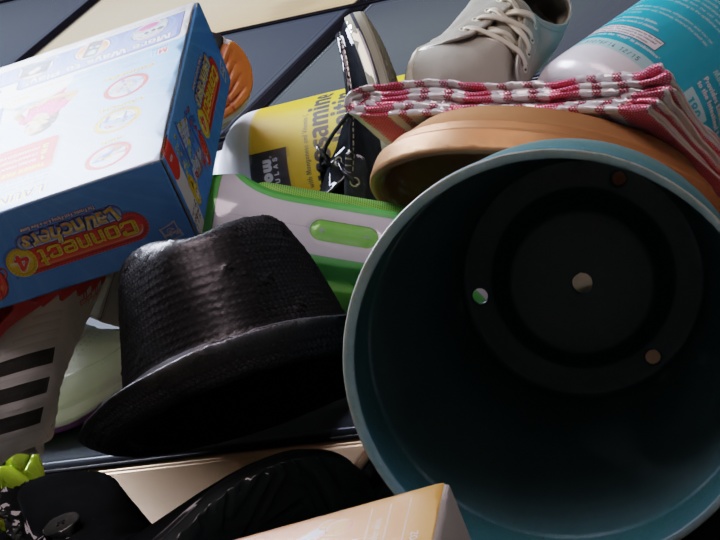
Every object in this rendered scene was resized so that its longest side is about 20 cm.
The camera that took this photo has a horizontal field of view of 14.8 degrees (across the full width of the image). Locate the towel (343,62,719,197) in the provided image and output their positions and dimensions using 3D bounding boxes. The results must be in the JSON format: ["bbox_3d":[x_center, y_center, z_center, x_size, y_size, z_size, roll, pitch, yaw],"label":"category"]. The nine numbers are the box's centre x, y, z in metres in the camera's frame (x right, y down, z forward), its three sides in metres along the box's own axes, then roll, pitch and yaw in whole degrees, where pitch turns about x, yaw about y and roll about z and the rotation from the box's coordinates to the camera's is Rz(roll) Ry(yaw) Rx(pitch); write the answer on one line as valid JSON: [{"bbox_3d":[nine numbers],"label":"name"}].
[{"bbox_3d":[0.109,-0.075,1.555,0.199,0.146,0.030,1,71,30],"label":"towel"}]

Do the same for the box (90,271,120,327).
[{"bbox_3d":[-0.127,0.016,1.668,0.156,0.041,0.200,18,0,-30],"label":"box"}]

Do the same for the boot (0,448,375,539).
[{"bbox_3d":[-0.108,0.135,1.434,0.200,0.077,0.168,-33,26,-11],"label":"boot"}]

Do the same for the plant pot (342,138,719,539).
[{"bbox_3d":[0.102,0.023,1.356,0.199,0.201,0.188,-18,10,11],"label":"plant pot"}]

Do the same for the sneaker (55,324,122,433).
[{"bbox_3d":[-0.219,0.051,1.722,0.199,0.100,0.075,-8,21,26],"label":"sneaker"}]

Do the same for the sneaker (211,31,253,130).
[{"bbox_3d":[-0.157,-0.071,1.699,0.199,0.076,0.092,-24,-14,-12],"label":"sneaker"}]

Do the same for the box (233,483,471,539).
[{"bbox_3d":[-0.044,0.186,1.215,0.199,0.098,0.124,-17,21,15],"label":"box"}]

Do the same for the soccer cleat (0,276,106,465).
[{"bbox_3d":[-0.189,0.055,1.518,0.068,0.085,0.200,0,43,38],"label":"soccer cleat"}]

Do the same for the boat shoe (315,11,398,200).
[{"bbox_3d":[0.002,-0.056,1.644,0.062,0.201,0.075,-9,-10,8],"label":"boat shoe"}]

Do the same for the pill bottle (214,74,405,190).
[{"bbox_3d":[-0.019,-0.055,1.749,0.199,0.112,0.112,-13,22,15],"label":"pill bottle"}]

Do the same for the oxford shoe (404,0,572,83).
[{"bbox_3d":[0.080,-0.134,1.689,0.058,0.075,0.200,-59,-5,31],"label":"oxford shoe"}]

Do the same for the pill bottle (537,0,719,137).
[{"bbox_3d":[0.208,-0.125,1.706,0.200,0.111,0.111,-36,24,-30],"label":"pill bottle"}]

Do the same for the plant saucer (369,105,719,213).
[{"bbox_3d":[0.106,-0.047,1.533,0.200,0.200,0.038,-4,70,40],"label":"plant saucer"}]

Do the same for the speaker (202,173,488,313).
[{"bbox_3d":[0.000,0.000,1.538,0.199,0.089,0.089,10,23,-2],"label":"speaker"}]

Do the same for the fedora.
[{"bbox_3d":[-0.068,0.027,1.428,0.200,0.092,0.201,-17,-11,-4],"label":"fedora"}]

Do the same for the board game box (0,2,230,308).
[{"bbox_3d":[-0.179,-0.056,1.540,0.199,0.056,0.196,-17,28,13],"label":"board game box"}]

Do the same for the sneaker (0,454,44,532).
[{"bbox_3d":[-0.258,0.117,1.644,0.200,0.084,0.074,21,38,36],"label":"sneaker"}]
